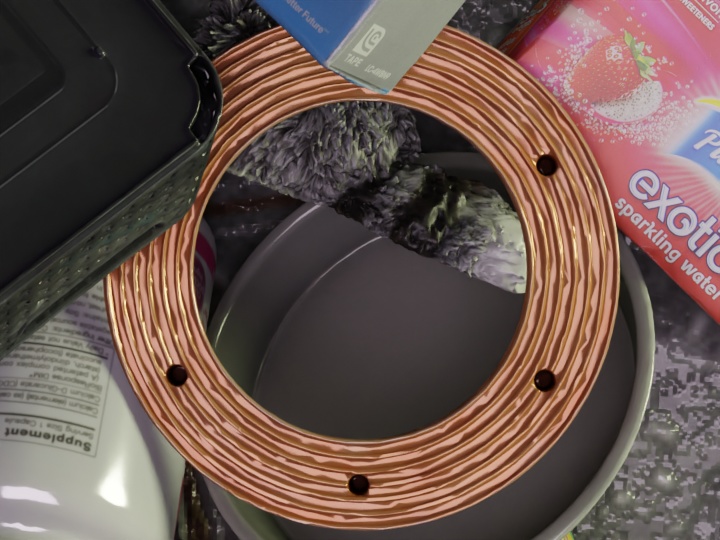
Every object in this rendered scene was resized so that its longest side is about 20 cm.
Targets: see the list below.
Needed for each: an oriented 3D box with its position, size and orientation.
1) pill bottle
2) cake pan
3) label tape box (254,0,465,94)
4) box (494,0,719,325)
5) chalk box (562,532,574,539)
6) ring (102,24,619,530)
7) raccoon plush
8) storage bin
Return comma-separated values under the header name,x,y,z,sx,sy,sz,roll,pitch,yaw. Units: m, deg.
name,x,y,z,sx,sy,sz,roll,pitch,yaw
pill bottle,-0.126,0.067,0.877,0.113,0.113,0.201,6,61,2
cake pan,0.028,0.046,0.896,0.200,0.037,0.201,-10,61,18
label tape box,0.015,-0.188,0.792,0.143,0.066,0.200,45,101,22
box,0.151,-0.047,0.891,0.200,0.096,0.100,43,101,-7
chalk box,0.063,0.214,0.946,0.124,0.124,0.201,-22,101,9
ring,0.000,0.000,0.838,0.200,0.019,0.201,0,91,2
raccoon plush,0.007,-0.092,0.888,0.199,0.097,0.134,24,99,3
storage bin,-0.158,-0.079,0.776,0.135,0.094,0.200,-39,85,-16
